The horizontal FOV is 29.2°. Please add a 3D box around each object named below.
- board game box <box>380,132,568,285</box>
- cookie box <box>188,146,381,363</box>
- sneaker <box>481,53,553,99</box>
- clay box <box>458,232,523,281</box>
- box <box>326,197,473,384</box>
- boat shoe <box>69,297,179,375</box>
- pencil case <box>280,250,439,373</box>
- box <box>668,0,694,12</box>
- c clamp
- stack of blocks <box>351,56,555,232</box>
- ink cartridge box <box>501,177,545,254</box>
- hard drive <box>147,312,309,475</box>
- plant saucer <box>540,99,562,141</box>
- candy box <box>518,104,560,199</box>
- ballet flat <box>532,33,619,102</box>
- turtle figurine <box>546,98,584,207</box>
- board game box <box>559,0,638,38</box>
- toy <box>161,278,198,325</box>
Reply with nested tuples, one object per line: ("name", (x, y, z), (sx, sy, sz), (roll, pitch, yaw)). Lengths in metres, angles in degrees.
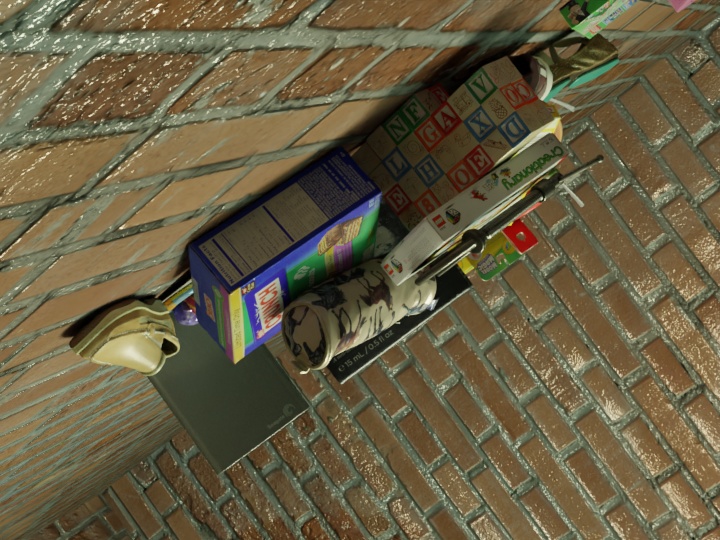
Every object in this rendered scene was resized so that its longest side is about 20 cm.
("board game box", (0.122, -0.066, 1.485), (0.200, 0.035, 0.126), (-34, 175, -30))
("cookie box", (-0.079, -0.014, 1.468), (0.200, 0.075, 0.171), (-35, 160, -19))
("sneaker", (0.131, -0.193, 1.628), (0.200, 0.076, 0.116), (-41, 164, 10))
("clay box", (0.137, -0.076, 1.962), (0.115, 0.200, 0.048), (-32, 174, -41))
("box", (0.000, 0.000, 1.678), (0.197, 0.200, 0.117), (-37, 177, 5))
("boat shoe", (-0.234, 0.075, 1.449), (0.072, 0.076, 0.200), (-37, 176, 15))
("pencil case", (-0.001, 0.042, 1.503), (0.200, 0.078, 0.090), (-26, 126, -43))
("box", (0.387, -0.375, 1.396), (0.176, 0.097, 0.200), (-36, 175, -7))
("c clamp", (0.145, -0.051, 1.464), (0.200, 0.027, 0.171), (-36, -179, -34))
("stack of blocks", (0.096, -0.142, 1.479), (0.200, 0.115, 0.059), (-41, 174, 39))
("ink cartridge box", (0.181, -0.125, 1.774), (0.067, 0.200, 0.116), (-38, 176, 21))
("hard drive", (-0.175, 0.131, 1.700), (0.140, 0.200, 0.033), (-36, 176, -3))
("plant saucer", (0.137, -0.141, 1.612), (0.200, 0.037, 0.200), (-16, 148, -10))
("candy box", (0.155, -0.114, 1.604), (0.102, 0.026, 0.200), (-6, 146, -18))
("ballet flat", (0.256, -0.262, 1.806), (0.200, 0.065, 0.071), (-30, 172, -37))
("turtle figurine", (0.257, -0.204, 1.968), (0.194, 0.200, 0.144), (89, 21, -80))
("board game box", (0.314, -0.338, 1.676), (0.135, 0.029, 0.200), (-37, 176, 15))
("toy", (-0.171, 0.022, 1.583), (0.200, 0.047, 0.115), (-39, 173, 31))
